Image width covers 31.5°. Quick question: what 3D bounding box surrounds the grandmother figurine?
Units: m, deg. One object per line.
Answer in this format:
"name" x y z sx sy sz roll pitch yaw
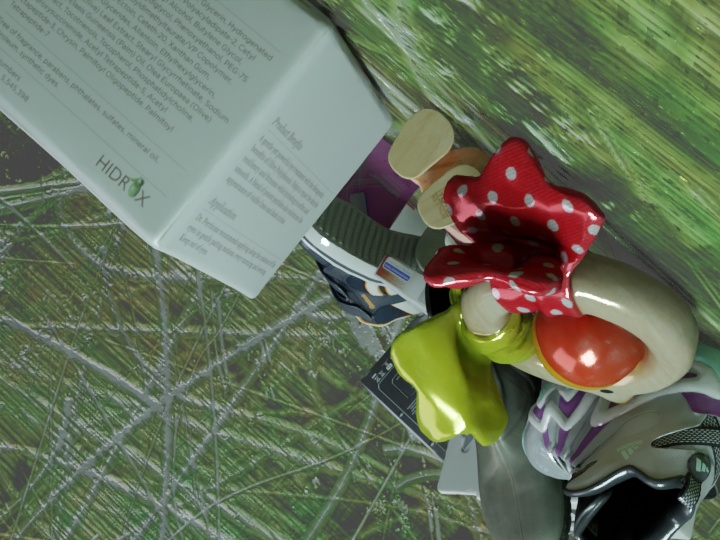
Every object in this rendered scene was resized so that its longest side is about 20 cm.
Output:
"grandmother figurine" 0.071 -0.040 0.837 0.200 0.060 0.123 27 -140 -76

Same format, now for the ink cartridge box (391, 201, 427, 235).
"ink cartridge box" 0.040 -0.057 1.732 0.145 0.084 0.200 40 -179 -1

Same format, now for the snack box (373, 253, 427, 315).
"snack box" 0.089 0.046 1.048 0.072 0.025 0.199 32 178 39

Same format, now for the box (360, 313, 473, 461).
"box" 0.119 0.092 1.315 0.158 0.201 0.048 38 177 36

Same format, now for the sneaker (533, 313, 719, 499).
"sneaker" 0.183 0.077 0.868 0.199 0.083 0.071 41 -179 10

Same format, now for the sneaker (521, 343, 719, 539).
"sneaker" 0.141 0.128 0.771 0.077 0.141 0.200 39 148 -8

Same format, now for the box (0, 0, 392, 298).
"box" -0.114 -0.119 0.848 0.200 0.172 0.199 41 -179 16

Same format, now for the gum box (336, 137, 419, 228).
"gum box" -0.043 -0.101 1.180 0.199 0.114 0.066 40 180 -10

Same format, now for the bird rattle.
"bird rattle" 0.104 0.015 0.686 0.161 0.114 0.201 18 147 -4

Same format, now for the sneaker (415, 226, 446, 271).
"sneaker" 0.118 0.013 1.056 0.084 0.075 0.200 44 179 -33

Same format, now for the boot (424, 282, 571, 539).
"boot" 0.086 0.100 0.904 0.131 0.067 0.202 42 -147 -46

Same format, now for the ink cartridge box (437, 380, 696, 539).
"ink cartridge box" 0.165 0.136 0.989 0.198 0.117 0.066 -6 148 44

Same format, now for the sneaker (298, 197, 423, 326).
"sneaker" 0.000 0.000 1.102 0.199 0.079 0.079 22 -144 -44
